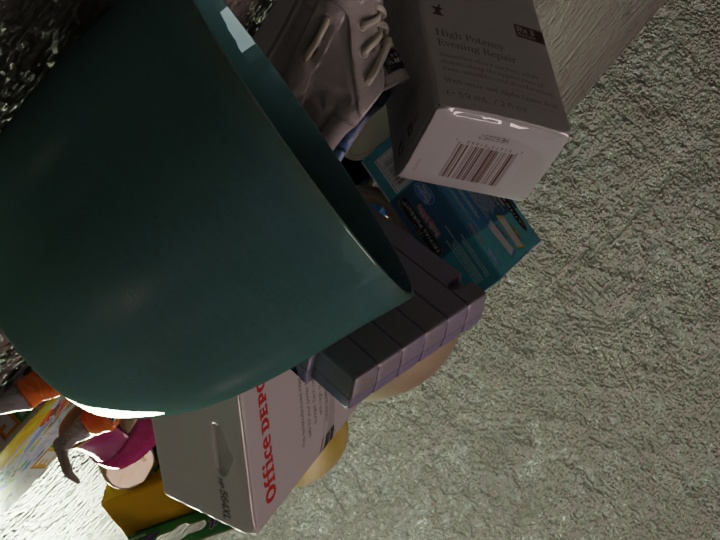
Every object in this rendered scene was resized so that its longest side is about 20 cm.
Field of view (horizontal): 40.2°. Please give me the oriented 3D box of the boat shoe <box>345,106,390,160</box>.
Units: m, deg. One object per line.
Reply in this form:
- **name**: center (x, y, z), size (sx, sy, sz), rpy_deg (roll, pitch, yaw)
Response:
- **boat shoe**: center (0.049, -0.184, 0.882), size (0.202, 0.072, 0.062), rpy_deg (-56, 166, 15)

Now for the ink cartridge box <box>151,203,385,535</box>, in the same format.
- **ink cartridge box**: center (-0.058, 0.056, 0.692), size (0.200, 0.083, 0.149), rpy_deg (-45, 142, -47)

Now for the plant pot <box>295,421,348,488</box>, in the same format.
- **plant pot**: center (-0.114, 0.165, 1.300), size (0.200, 0.198, 0.144), rpy_deg (-41, 144, -39)

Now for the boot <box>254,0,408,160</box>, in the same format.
- **boot**: center (0.000, -0.157, 0.616), size (0.201, 0.095, 0.073), rpy_deg (-54, 169, 33)

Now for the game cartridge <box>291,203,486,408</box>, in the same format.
- **game cartridge**: center (-0.034, -0.006, 0.621), size (0.129, 0.199, 0.039), rpy_deg (-30, 146, -35)

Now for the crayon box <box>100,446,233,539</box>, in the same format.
- **crayon box**: center (-0.169, 0.169, 0.936), size (0.124, 0.052, 0.202), rpy_deg (-21, -148, 14)

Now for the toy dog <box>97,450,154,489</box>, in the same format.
- **toy dog**: center (-0.181, 0.098, 0.899), size (0.200, 0.130, 0.097), rpy_deg (-49, 135, -28)

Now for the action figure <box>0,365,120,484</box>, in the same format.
- **action figure**: center (-0.187, 0.031, 0.662), size (0.195, 0.104, 0.200), rpy_deg (-55, 142, -12)

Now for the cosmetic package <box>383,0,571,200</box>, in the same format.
- **cosmetic package**: center (0.070, -0.152, 0.680), size (0.074, 0.100, 0.203), rpy_deg (123, -31, -48)

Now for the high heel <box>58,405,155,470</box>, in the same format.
- **high heel**: center (-0.147, 0.089, 0.802), size (0.200, 0.067, 0.096), rpy_deg (-45, 153, 0)

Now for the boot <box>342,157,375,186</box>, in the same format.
- **boot**: center (0.031, -0.140, 0.963), size (0.096, 0.073, 0.201), rpy_deg (-49, 175, -46)

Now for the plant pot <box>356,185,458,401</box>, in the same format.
- **plant pot**: center (0.000, 0.000, 0.912), size (0.200, 0.199, 0.135), rpy_deg (-45, 157, -18)

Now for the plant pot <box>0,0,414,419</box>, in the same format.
- **plant pot**: center (-0.093, -0.024, 0.487), size (0.160, 0.202, 0.200), rpy_deg (-35, 173, 6)

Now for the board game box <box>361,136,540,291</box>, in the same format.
- **board game box**: center (0.091, -0.061, 0.913), size (0.047, 0.152, 0.200), rpy_deg (-36, 177, 22)

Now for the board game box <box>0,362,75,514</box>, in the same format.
- **board game box**: center (-0.250, 0.111, 0.782), size (0.200, 0.034, 0.135), rpy_deg (-48, 172, -5)
